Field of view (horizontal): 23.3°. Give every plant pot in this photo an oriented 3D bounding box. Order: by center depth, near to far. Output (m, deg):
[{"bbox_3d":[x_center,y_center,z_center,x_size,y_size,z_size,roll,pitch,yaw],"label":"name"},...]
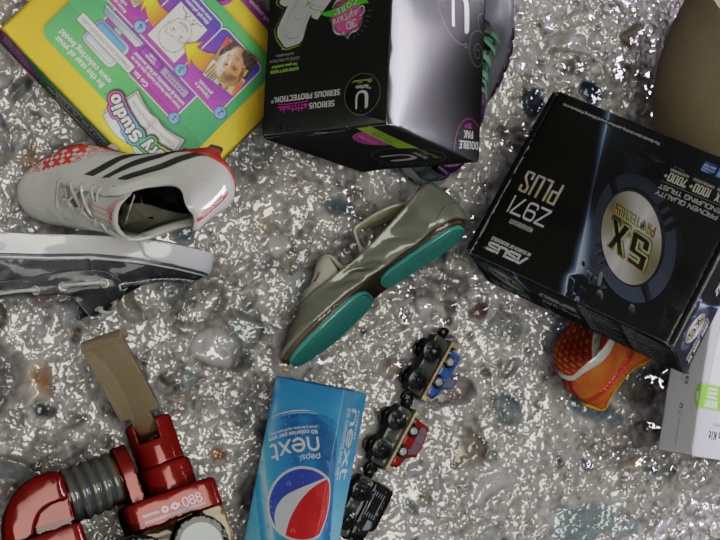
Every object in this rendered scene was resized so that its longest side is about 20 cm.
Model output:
[{"bbox_3d":[0.335,-0.146,1.535,0.200,0.201,0.135,32,118,-14],"label":"plant pot"}]

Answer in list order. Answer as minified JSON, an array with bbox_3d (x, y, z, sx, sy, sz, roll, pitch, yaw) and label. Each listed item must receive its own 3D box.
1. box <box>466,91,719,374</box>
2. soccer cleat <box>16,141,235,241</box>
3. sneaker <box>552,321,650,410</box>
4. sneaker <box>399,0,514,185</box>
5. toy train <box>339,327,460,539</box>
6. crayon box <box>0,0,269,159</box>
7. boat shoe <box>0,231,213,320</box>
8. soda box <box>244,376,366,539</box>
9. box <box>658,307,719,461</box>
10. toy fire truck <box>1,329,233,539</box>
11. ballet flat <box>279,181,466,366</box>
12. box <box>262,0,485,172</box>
[{"bbox_3d":[0.218,-0.034,1.481,0.199,0.086,0.165,26,81,24],"label":"box"},{"bbox_3d":[-0.192,-0.057,1.365,0.198,0.085,0.069,-1,123,23],"label":"soccer cleat"},{"bbox_3d":[0.247,0.037,1.562,0.200,0.073,0.077,-47,129,-13],"label":"sneaker"},{"bbox_3d":[0.097,-0.167,1.495,0.074,0.087,0.202,20,84,-16],"label":"sneaker"},{"bbox_3d":[0.034,0.142,1.502,0.046,0.034,0.201,30,81,-18],"label":"toy train"},{"bbox_3d":[-0.167,-0.179,1.429,0.173,0.058,0.200,-46,102,-11],"label":"crayon box"},{"bbox_3d":[-0.218,0.006,1.405,0.198,0.072,0.068,3,87,-15],"label":"boat shoe"},{"bbox_3d":[-0.051,0.193,1.447,0.064,0.068,0.202,9,86,17],"label":"soda box"},{"bbox_3d":[0.338,0.071,1.560,0.155,0.041,0.202,13,86,-45],"label":"box"},{"bbox_3d":[-0.208,0.164,1.391,0.175,0.129,0.202,-17,83,-16],"label":"toy fire truck"},{"bbox_3d":[0.000,0.000,1.480,0.200,0.067,0.064,-38,71,-2],"label":"ballet flat"},{"bbox_3d":[0.015,-0.193,1.411,0.148,0.123,0.202,16,75,-55],"label":"box"}]
